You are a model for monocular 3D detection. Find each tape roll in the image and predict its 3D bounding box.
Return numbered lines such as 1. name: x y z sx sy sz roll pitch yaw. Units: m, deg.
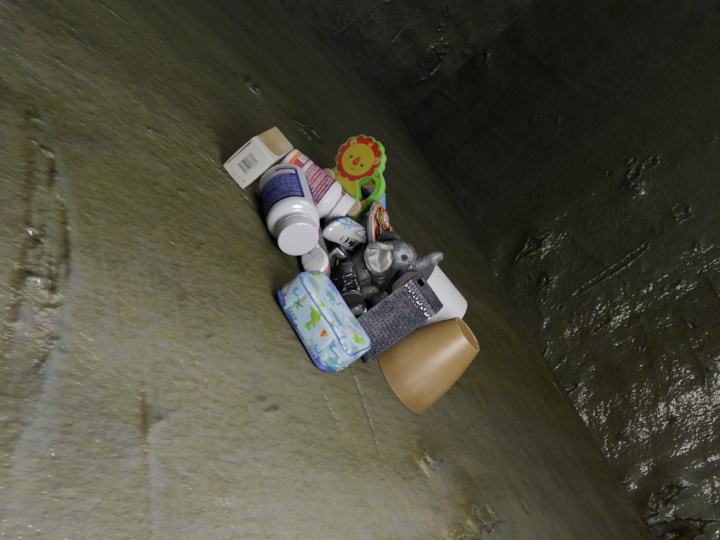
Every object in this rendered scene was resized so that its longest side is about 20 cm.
1. tape roll: 0.158 0.093 1.739 0.139 0.202 0.203 48 18 -12

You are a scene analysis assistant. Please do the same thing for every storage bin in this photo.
1. storage bin: 0.075 0.105 1.498 0.094 0.199 0.135 54 17 4

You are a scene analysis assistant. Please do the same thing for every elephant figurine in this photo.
1. elephant figurine: 0.066 -0.029 1.582 0.154 0.200 0.142 24 28 -31

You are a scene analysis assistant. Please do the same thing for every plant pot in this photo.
1. plant pot: 0.174 0.204 1.576 0.186 0.199 0.187 46 20 -22

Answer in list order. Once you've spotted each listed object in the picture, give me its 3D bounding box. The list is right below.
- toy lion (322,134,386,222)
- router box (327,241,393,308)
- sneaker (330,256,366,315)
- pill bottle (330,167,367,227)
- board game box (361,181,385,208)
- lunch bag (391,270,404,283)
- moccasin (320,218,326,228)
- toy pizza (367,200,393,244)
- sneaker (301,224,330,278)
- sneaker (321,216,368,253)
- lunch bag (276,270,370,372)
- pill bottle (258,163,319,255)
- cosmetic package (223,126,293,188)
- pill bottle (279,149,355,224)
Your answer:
1. toy lion: -0.003 -0.258 1.789 0.200 0.191 0.069 51 5 28
2. router box: 0.000 0.000 1.739 0.200 0.051 0.149 46 19 -11
3. sneaker: -0.035 0.030 1.486 0.200 0.075 0.089 -125 -144 -65
4. pill bottle: -0.047 -0.199 1.909 0.112 0.112 0.201 35 26 -45
5. board game box: 0.025 -0.176 1.948 0.200 0.040 0.155 -127 -148 -63
6. lunch bag: 0.165 0.066 1.918 0.201 0.132 0.136 53 16 -2
7. moccasin: -0.084 -0.161 1.797 0.068 0.080 0.201 38 24 -41
8. toy pizza: 0.061 -0.080 1.730 0.200 0.031 0.203 -6 90 -73
9. sneaker: -0.113 -0.049 1.560 0.082 0.076 0.201 62 11 -50
10. sneaker: -0.023 -0.081 1.652 0.199 0.072 0.073 12 39 -56
11. lunch bag: -0.070 0.099 1.340 0.201 0.082 0.161 56 19 8
12. pill bottle: -0.156 -0.134 1.497 0.119 0.119 0.201 37 24 -41
13. cosmetic package: -0.236 -0.268 1.572 0.071 0.105 0.200 49 16 -10
14. pill bottle: -0.117 -0.199 1.669 0.199 0.110 0.110 38 19 -3
